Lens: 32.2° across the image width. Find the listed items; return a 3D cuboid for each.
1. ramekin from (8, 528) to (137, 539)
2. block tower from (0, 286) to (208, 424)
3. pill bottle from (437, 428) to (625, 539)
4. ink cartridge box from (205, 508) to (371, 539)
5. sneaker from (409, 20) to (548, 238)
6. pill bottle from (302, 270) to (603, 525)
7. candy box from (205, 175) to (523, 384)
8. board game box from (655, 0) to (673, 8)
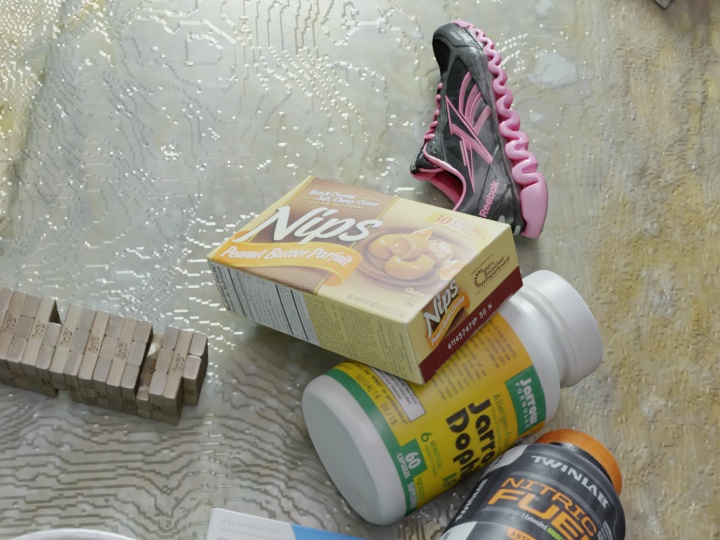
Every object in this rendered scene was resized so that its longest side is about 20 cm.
[{"bbox_3d":[-0.161,0.251,0.689,0.197,0.098,0.203,2,71,-6],"label":"ramekin"},{"bbox_3d":[-0.209,0.056,0.880,0.197,0.058,0.055,12,62,-1],"label":"block tower"},{"bbox_3d":[0.108,0.183,0.809,0.106,0.107,0.200,35,37,10],"label":"pill bottle"},{"bbox_3d":[-0.061,0.266,0.791,0.114,0.068,0.202,11,64,-2],"label":"ink cartridge box"},{"bbox_3d":[0.080,-0.110,0.999,0.094,0.079,0.202,-16,65,-2],"label":"sneaker"},{"bbox_3d":[0.068,0.082,0.874,0.198,0.113,0.113,-28,71,-20],"label":"pill bottle"},{"bbox_3d":[0.000,0.000,0.872,0.199,0.056,0.115,16,45,42],"label":"candy box"},{"bbox_3d":[0.295,-0.347,1.160,0.134,0.034,0.200,42,66,13],"label":"board game box"}]
